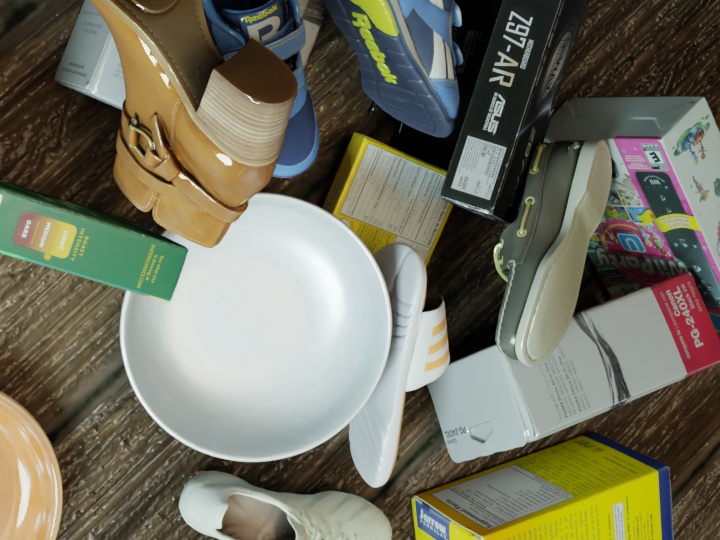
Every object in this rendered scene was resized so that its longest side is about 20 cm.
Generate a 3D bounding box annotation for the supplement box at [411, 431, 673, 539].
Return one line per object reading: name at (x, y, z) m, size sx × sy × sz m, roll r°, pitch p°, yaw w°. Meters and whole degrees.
supplement box at (0.159, 0.230, 1.291) m, size 0.200 × 0.109 × 0.110 m, roll -15°, pitch 108°, yaw -26°

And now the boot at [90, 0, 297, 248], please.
boot at (-0.131, -0.119, 0.953) m, size 0.200 × 0.155 × 0.077 m, roll 40°, pitch 49°, yaw 7°

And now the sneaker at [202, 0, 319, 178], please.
sneaker at (-0.073, -0.146, 0.983) m, size 0.074 × 0.082 × 0.200 m, roll -34°, pitch 118°, yaw -20°

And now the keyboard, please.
keyboard at (0.064, -0.180, 1.181) m, size 0.104 × 0.040 × 0.200 m, roll 6°, pitch 110°, yaw -27°

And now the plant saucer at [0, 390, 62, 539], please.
plant saucer at (-0.309, 0.166, 1.044) m, size 0.200 × 0.037 × 0.201 m, roll -7°, pitch 104°, yaw -28°

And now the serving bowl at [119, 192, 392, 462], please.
serving bowl at (-0.079, 0.038, 1.116) m, size 0.200 × 0.066 × 0.201 m, roll -1°, pitch 100°, yaw -8°

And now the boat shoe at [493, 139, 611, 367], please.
boat shoe at (0.140, -0.016, 1.156) m, size 0.202 × 0.060 × 0.072 m, roll -67°, pitch 149°, yaw -26°

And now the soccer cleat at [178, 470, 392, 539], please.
soccer cleat at (-0.051, 0.205, 1.180) m, size 0.200 × 0.078 × 0.069 m, roll 19°, pitch 92°, yaw -33°

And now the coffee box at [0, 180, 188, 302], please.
coffee box at (-0.227, -0.033, 0.996) m, size 0.200 × 0.123 × 0.044 m, roll 18°, pitch 91°, yaw -34°

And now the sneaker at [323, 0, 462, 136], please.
sneaker at (0.039, -0.172, 1.079) m, size 0.082 × 0.074 × 0.200 m, roll -58°, pitch 152°, yaw -20°

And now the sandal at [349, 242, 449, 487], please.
sandal at (0.034, 0.072, 1.171) m, size 0.059 × 0.079 × 0.207 m, roll -6°, pitch 118°, yaw -28°

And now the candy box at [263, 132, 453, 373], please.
candy box at (0.000, 0.000, 1.184) m, size 0.102 × 0.026 × 0.200 m, roll 20°, pitch 96°, yaw -34°

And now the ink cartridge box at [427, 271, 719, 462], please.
ink cartridge box at (0.173, 0.081, 1.233) m, size 0.200 × 0.145 × 0.084 m, roll -18°, pitch 83°, yaw -26°

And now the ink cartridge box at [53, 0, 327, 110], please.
ink cartridge box at (-0.105, -0.195, 1.050) m, size 0.145 × 0.084 × 0.200 m, roll 22°, pitch 91°, yaw -32°

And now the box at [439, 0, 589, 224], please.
box at (0.123, -0.139, 1.164) m, size 0.043 × 0.160 × 0.200 m, roll 18°, pitch 92°, yaw 12°

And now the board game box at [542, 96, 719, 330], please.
board game box at (0.250, -0.048, 1.254) m, size 0.064 × 0.147 × 0.200 m, roll -46°, pitch 120°, yaw -25°
